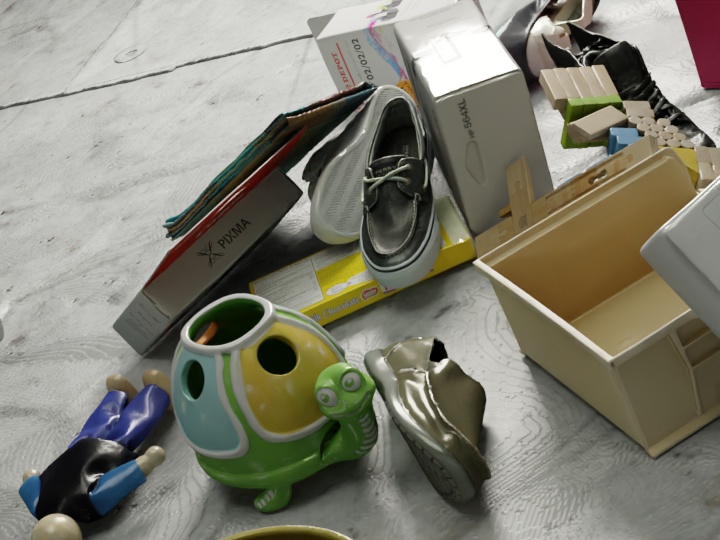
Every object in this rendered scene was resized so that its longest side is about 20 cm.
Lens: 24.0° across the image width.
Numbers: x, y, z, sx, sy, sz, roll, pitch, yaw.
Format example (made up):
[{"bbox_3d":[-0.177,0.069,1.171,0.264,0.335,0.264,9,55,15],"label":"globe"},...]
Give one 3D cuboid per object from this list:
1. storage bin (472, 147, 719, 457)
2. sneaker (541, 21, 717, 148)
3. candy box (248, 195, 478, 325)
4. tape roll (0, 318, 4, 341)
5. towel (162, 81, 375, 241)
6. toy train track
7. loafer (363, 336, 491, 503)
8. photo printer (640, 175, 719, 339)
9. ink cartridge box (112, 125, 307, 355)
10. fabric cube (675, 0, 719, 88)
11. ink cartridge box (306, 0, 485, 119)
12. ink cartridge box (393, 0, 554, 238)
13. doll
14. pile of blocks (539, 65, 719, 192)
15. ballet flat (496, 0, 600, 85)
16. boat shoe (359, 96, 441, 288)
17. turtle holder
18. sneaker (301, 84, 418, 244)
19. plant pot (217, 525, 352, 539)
[{"bbox_3d":[0.223,0.013,1.233,0.198,0.094,0.200,-31,28,-11],"label":"storage bin"},{"bbox_3d":[0.235,-0.152,1.492,0.060,0.104,0.200,-30,29,-11],"label":"sneaker"},{"bbox_3d":[0.000,0.000,1.502,0.200,0.026,0.102,-24,24,2],"label":"candy box"},{"bbox_3d":[-0.459,0.026,1.639,0.139,0.203,0.203,-37,30,-22],"label":"tape roll"},{"bbox_3d":[-0.088,-0.105,1.603,0.200,0.022,0.147,-40,-7,38],"label":"towel"},{"bbox_3d":[0.174,-0.054,1.396,0.200,0.033,0.115,-32,53,42],"label":"toy train track"},{"bbox_3d":[0.057,0.097,1.242,0.070,0.075,0.200,-30,28,-1],"label":"loafer"},{"bbox_3d":[0.306,0.006,1.096,0.166,0.200,0.069,-41,-8,-14],"label":"photo printer"},{"bbox_3d":[-0.124,-0.027,1.538,0.200,0.044,0.174,-46,2,-34],"label":"ink cartridge box"},{"bbox_3d":[0.400,-0.300,1.512,0.196,0.199,0.200,2,38,42],"label":"fabric cube"},{"bbox_3d":[0.036,-0.215,1.746,0.200,0.115,0.068,-7,32,31],"label":"ink cartridge box"},{"bbox_3d":[0.103,-0.140,1.532,0.084,0.146,0.200,-19,29,0],"label":"ink cartridge box"},{"bbox_3d":[-0.212,0.159,1.379,0.136,0.048,0.200,-10,31,28],"label":"doll"},{"bbox_3d":[0.221,-0.097,1.414,0.082,0.062,0.200,-23,47,-29],"label":"pile of blocks"},{"bbox_3d":[0.190,-0.242,1.722,0.073,0.073,0.200,-2,34,37],"label":"ballet flat"},{"bbox_3d":[0.027,-0.072,1.478,0.072,0.071,0.200,-14,43,13],"label":"boat shoe"},{"bbox_3d":[-0.070,0.097,1.283,0.141,0.132,0.186,-28,28,-6],"label":"turtle holder"},{"bbox_3d":[-0.015,-0.076,1.593,0.116,0.074,0.200,-42,15,45],"label":"sneaker"},{"bbox_3d":[-0.053,0.267,0.970,0.200,0.142,0.200,-18,29,11],"label":"plant pot"}]
